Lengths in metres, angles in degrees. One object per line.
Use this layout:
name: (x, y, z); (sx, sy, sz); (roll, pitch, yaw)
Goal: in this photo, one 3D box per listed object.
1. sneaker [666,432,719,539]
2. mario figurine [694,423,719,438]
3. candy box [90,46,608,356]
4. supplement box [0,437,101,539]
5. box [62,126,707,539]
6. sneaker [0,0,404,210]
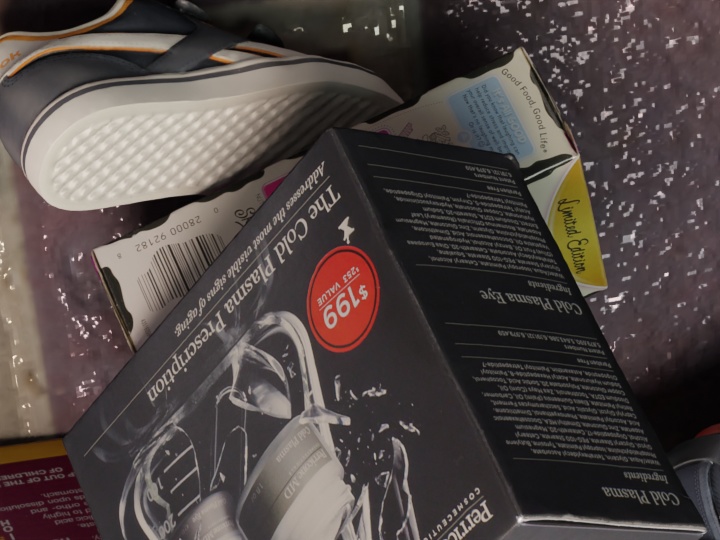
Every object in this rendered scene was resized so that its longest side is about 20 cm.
sneaker: (0.190, 0.153, 1.342); (0.146, 0.077, 0.202); (-24, 118, 39)
mario figurine: (0.234, 0.061, 1.377); (0.123, 0.106, 0.201); (16, 112, -24)
candy box: (0.000, 0.000, 1.268); (0.199, 0.061, 0.137); (-26, 154, -1)
supplement box: (-0.125, 0.178, 1.284); (0.103, 0.200, 0.132); (-7, 119, -20)
box: (0.003, 0.081, 1.148); (0.104, 0.183, 0.200); (6, 136, -43)
sneaker: (-0.067, -0.072, 1.245); (0.199, 0.079, 0.079); (1, 127, -44)
